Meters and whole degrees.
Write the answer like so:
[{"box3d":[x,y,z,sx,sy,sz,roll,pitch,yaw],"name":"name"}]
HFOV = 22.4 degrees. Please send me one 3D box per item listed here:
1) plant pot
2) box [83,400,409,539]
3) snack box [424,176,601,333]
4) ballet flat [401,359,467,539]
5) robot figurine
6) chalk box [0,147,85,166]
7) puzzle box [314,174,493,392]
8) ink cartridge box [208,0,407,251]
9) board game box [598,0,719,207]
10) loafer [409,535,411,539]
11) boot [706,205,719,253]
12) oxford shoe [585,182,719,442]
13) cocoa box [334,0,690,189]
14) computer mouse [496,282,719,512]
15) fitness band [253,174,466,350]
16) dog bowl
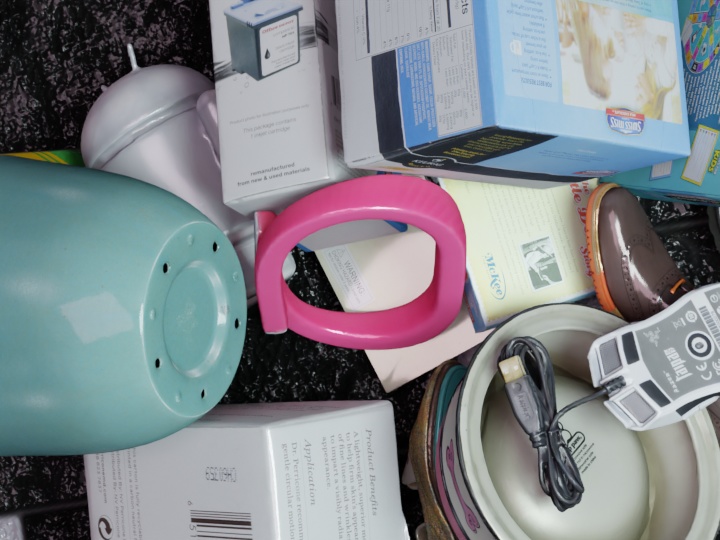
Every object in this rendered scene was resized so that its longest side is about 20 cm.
[{"box3d":[-0.171,0.028,1.183,0.160,0.200,0.203,4,92,27],"name":"plant pot"},{"box3d":[-0.080,0.196,1.258,0.199,0.130,0.201,-5,90,43],"name":"box"},{"box3d":[0.106,-0.069,1.276,0.115,0.037,0.202,-17,87,-12],"name":"snack box"},{"box3d":[0.063,0.167,1.302,0.070,0.071,0.202,-12,87,12],"name":"ballet flat"},{"box3d":[-0.127,-0.064,1.310,0.169,0.113,0.201,-38,81,45],"name":"robot figurine"},{"box3d":[-0.284,-0.011,1.291,0.124,0.200,0.125,-14,89,29],"name":"chalk box"},{"box3d":[0.032,-0.030,1.320,0.132,0.025,0.201,-28,85,12],"name":"puzzle box"},{"box3d":[-0.036,-0.130,1.248,0.085,0.146,0.202,-12,73,19],"name":"ink cartridge box"},{"box3d":[0.241,-0.118,1.185,0.047,0.200,0.153,13,91,-25],"name":"board game box"},{"box3d":[0.008,0.220,1.311,0.072,0.063,0.201,-34,84,11],"name":"loafer"},{"box3d":[0.309,-0.095,1.183,0.079,0.157,0.213,7,93,-28],"name":"boot"},{"box3d":[0.217,0.026,1.234,0.072,0.071,0.201,-14,110,45],"name":"oxford shoe"},{"box3d":[0.099,-0.132,1.152,0.131,0.199,0.135,-12,79,44],"name":"cocoa box"},{"box3d":[0.183,0.070,1.158,0.198,0.044,0.110,-20,71,-20],"name":"computer mouse"},{"box3d":[0.000,0.000,1.220,0.142,0.201,0.038,-2,60,-1],"name":"fitness band"},{"box3d":[0.136,0.128,1.185,0.198,0.074,0.202,11,63,-22],"name":"dog bowl"}]
